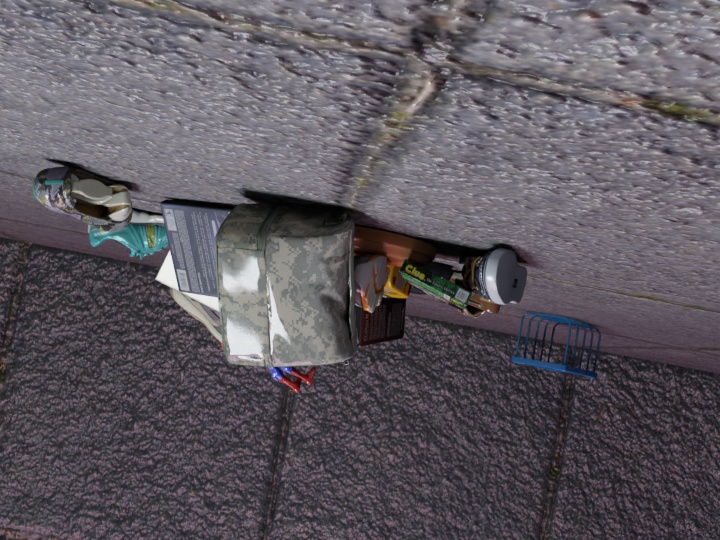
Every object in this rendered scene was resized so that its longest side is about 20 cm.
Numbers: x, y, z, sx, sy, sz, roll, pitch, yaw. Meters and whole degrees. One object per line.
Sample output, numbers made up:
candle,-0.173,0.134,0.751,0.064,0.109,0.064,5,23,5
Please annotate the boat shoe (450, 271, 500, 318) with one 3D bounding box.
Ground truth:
boat shoe,0.186,0.043,1.729,0.075,0.073,0.200,12,175,-17

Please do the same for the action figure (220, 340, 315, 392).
action figure,-0.170,0.137,1.706,0.199,0.052,0.065,33,140,-25

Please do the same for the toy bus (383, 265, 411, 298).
toy bus,0.000,0.000,1.640,0.198,0.066,0.078,7,167,41

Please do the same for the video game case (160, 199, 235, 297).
video game case,-0.195,-0.025,1.439,0.197,0.145,0.019,7,-152,30

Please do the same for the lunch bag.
lunch bag,-0.086,0.022,1.274,0.165,0.203,0.140,3,-159,10

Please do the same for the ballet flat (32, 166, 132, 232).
ballet flat,-0.350,-0.094,1.350,0.071,0.073,0.200,8,176,24

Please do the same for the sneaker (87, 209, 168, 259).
sneaker,-0.366,-0.058,1.720,0.197,0.081,0.077,11,175,-13

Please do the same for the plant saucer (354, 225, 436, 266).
plant saucer,0.011,-0.034,1.459,0.197,0.033,0.200,11,175,1

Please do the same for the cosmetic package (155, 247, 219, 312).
cosmetic package,-0.206,0.005,1.566,0.198,0.088,0.104,28,-156,-11

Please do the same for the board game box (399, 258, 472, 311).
board game box,0.108,0.024,1.441,0.104,0.024,0.200,29,178,5

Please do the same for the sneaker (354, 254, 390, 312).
sneaker,-0.004,0.013,1.422,0.076,0.079,0.200,19,175,5

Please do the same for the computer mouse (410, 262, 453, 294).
computer mouse,0.071,0.010,1.722,0.198,0.054,0.138,6,173,42

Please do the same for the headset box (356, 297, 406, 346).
headset box,-0.029,0.077,1.683,0.147,0.079,0.199,5,-176,25

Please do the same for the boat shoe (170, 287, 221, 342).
boat shoe,-0.217,0.065,1.629,0.199,0.065,0.072,37,-142,2

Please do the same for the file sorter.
file sorter,0.470,0.177,2.387,0.137,0.125,0.199,6,174,35

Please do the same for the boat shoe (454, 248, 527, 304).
boat shoe,0.167,0.008,1.370,0.090,0.072,0.200,11,175,19
